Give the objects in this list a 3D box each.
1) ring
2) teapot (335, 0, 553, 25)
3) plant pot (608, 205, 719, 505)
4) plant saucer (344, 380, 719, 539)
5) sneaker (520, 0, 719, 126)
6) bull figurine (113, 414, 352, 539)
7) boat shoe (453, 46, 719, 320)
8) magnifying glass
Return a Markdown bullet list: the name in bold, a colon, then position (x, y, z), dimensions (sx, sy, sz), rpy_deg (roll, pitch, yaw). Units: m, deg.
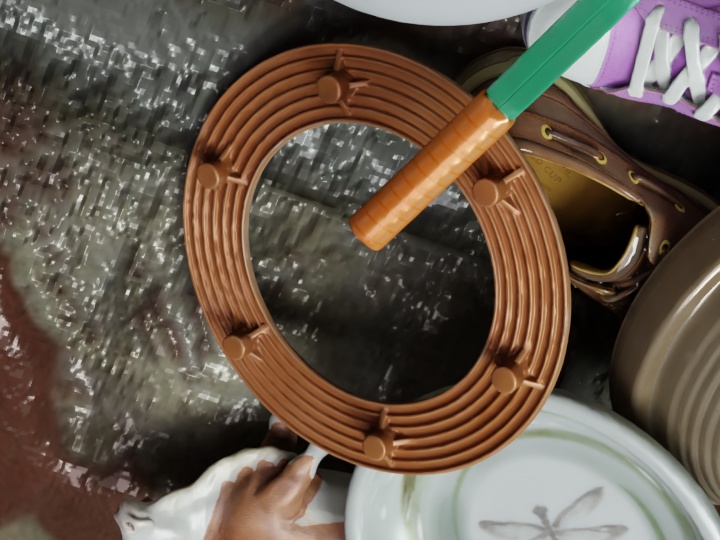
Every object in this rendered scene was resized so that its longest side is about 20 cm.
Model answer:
- **ring**: position (0.000, 0.000, 0.854), dimensions (0.199, 0.019, 0.203), rpy_deg (13, 116, 29)
- **teapot**: position (0.021, -0.167, 0.712), dimensions (0.199, 0.198, 0.146), rpy_deg (34, 161, 3)
- **plant pot**: position (0.218, 0.050, 0.863), dimensions (0.199, 0.093, 0.202), rpy_deg (-12, 134, -13)
- **plant saucer**: position (0.090, 0.133, 0.907), dimensions (0.198, 0.050, 0.202), rpy_deg (14, 121, 24)
- **sneaker**: position (0.165, -0.078, 0.795), dimensions (0.198, 0.115, 0.073), rpy_deg (6, 129, -1)
- **bull figurine**: position (-0.022, 0.122, 0.979), dimensions (0.198, 0.065, 0.122), rpy_deg (19, 119, -18)
- **boat shoe**: position (0.114, -0.014, 0.872), dimensions (0.072, 0.068, 0.200), rpy_deg (-38, 117, 26)
- **magnifying glass**: position (0.069, -0.080, 0.759), dimensions (0.022, 0.080, 0.200), rpy_deg (44, 111, -1)
